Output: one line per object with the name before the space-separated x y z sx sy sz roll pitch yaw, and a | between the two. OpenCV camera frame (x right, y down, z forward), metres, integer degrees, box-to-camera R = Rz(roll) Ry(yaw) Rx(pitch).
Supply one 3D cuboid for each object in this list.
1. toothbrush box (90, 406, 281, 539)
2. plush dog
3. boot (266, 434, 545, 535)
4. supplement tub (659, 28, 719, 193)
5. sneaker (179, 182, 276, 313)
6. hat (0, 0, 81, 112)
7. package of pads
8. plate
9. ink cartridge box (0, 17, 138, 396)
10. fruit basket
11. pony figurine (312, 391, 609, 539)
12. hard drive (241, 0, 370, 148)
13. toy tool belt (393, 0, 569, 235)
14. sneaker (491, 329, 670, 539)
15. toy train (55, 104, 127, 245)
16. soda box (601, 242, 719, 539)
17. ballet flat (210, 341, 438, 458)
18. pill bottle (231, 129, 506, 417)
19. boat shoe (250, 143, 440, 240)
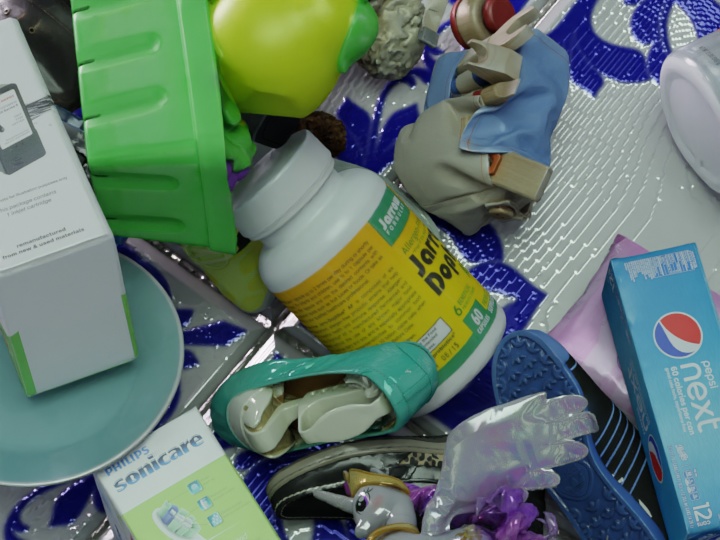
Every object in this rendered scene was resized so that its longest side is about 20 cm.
toothbrush box | -0.090 0.214 1.435 0.086 0.146 0.200 -29 69 -13
plush dog | -0.068 -0.176 1.636 0.200 0.160 0.172 27 90 12
boot | 0.041 0.195 1.487 0.200 0.073 0.151 -4 64 -11
supplement tub | 0.339 -0.148 1.624 0.200 0.123 0.123 -26 67 -13
sneaker | -0.126 -0.048 1.551 0.075 0.200 0.076 -14 25 37
hat | -0.234 -0.164 1.597 0.200 0.201 0.081 35 74 15
package of pads | 0.233 0.076 1.542 0.200 0.076 0.121 33 71 14
plate | -0.217 0.064 1.443 0.200 0.026 0.200 -1 54 1
ink cartridge box | -0.224 -0.043 1.415 0.084 0.146 0.200 -20 56 -11
fruit basket | -0.087 -0.130 1.424 0.215 0.156 0.216 0 59 0
pony figurine | 0.066 0.179 1.365 0.193 0.167 0.200 -8 31 3
hard drive | -0.080 -0.196 1.537 0.140 0.033 0.200 -59 45 16
toy tool belt | 0.111 -0.131 1.606 0.125 0.123 0.200 28 62 -35
sneaker | 0.164 0.127 1.500 0.070 0.078 0.200 -32 84 31
toy train | -0.239 -0.019 1.562 0.087 0.114 0.200 28 67 13
soda box | 0.221 0.088 1.460 0.064 0.068 0.200 -11 68 -4
ballet flat | -0.040 0.095 1.481 0.067 0.200 0.070 63 36 -15
pill bottle | 0.000 0.000 1.511 0.200 0.113 0.113 46 69 -15
boat shoe | -0.037 -0.047 1.609 0.200 0.060 0.076 29 48 4
